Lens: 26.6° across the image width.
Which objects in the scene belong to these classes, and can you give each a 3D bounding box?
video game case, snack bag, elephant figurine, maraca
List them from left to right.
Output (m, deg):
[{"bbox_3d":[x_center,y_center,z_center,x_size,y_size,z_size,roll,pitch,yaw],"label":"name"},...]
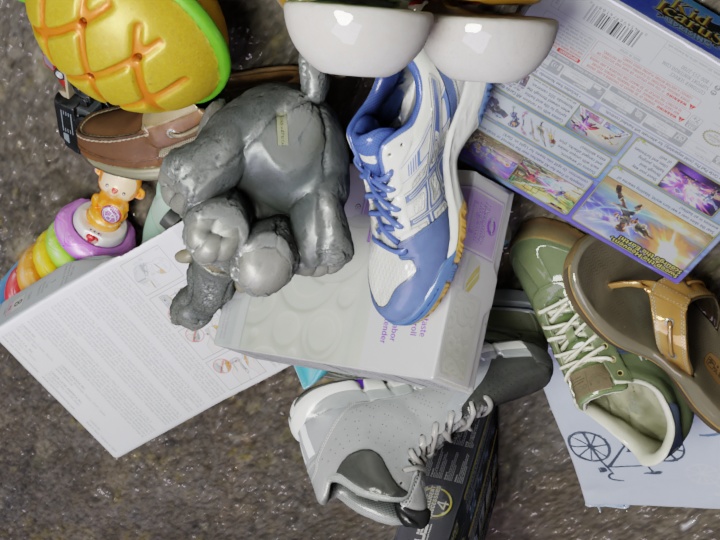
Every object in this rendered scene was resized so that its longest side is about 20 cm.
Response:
[{"bbox_3d":[-0.174,-0.178,1.014,0.199,0.108,0.137,32,149,-8],"label":"maraca"},{"bbox_3d":[-0.078,-0.050,1.032,0.143,0.154,0.200,65,170,-3],"label":"elephant figurine"},{"bbox_3d":[0.175,-0.100,0.994,0.199,0.046,0.182,29,139,-5],"label":"video game case"},{"bbox_3d":[0.247,0.123,1.216,0.187,0.021,0.201,-3,130,27],"label":"snack bag"}]

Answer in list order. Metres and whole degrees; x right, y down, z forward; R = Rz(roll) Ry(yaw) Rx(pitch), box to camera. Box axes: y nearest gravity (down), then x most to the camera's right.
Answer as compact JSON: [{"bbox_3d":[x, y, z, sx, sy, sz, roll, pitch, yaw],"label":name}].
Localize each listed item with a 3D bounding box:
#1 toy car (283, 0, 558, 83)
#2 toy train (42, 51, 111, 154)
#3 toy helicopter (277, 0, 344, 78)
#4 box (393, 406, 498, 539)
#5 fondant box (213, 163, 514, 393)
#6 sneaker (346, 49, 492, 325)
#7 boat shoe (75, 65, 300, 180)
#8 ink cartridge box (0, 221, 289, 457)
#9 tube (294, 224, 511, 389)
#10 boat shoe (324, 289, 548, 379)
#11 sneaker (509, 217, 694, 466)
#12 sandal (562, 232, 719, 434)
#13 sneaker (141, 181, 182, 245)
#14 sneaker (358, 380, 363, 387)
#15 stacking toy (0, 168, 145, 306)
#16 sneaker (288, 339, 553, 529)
[{"bbox_3d":[0.023,-0.202,0.870,0.150,0.198,0.177,22,110,56],"label":"toy car"},{"bbox_3d":[-0.215,-0.162,1.135,0.046,0.034,0.201,25,142,17],"label":"toy train"},{"bbox_3d":[-0.068,-0.207,0.972,0.201,0.079,0.132,54,156,-15],"label":"toy helicopter"},{"bbox_3d":[0.073,0.212,1.263,0.049,0.201,0.162,11,139,13],"label":"box"},{"bbox_3d":[0.000,0.000,1.083,0.199,0.146,0.058,6,169,36],"label":"fondant box"},{"bbox_3d":[0.022,-0.064,0.973,0.075,0.088,0.202,18,104,46],"label":"sneaker"},{"bbox_3d":[-0.116,-0.117,1.109,0.198,0.076,0.074,-3,128,18],"label":"boat shoe"},{"bbox_3d":[-0.168,0.049,1.221,0.199,0.057,0.163,-31,119,15],"label":"ink cartridge box"},{"bbox_3d":[0.019,0.007,1.135,0.199,0.078,0.050,-34,153,23],"label":"tube"},{"bbox_3d":[0.048,0.054,1.169,0.198,0.062,0.073,-8,121,6],"label":"boat shoe"},{"bbox_3d":[0.175,0.058,1.111,0.067,0.090,0.200,-31,106,39],"label":"sneaker"},{"bbox_3d":[0.229,0.041,1.080,0.200,0.081,0.054,43,154,-11],"label":"sandal"},{"bbox_3d":[-0.081,-0.008,1.196,0.199,0.074,0.119,24,147,5],"label":"sneaker"},{"bbox_3d":[0.001,0.139,1.323,0.099,0.070,0.201,9,137,22],"label":"sneaker"},{"bbox_3d":[-0.223,-0.017,1.258,0.115,0.110,0.201,31,129,-4],"label":"stacking toy"},{"bbox_3d":[0.054,0.127,1.095,0.198,0.116,0.075,-15,147,-1],"label":"sneaker"}]
